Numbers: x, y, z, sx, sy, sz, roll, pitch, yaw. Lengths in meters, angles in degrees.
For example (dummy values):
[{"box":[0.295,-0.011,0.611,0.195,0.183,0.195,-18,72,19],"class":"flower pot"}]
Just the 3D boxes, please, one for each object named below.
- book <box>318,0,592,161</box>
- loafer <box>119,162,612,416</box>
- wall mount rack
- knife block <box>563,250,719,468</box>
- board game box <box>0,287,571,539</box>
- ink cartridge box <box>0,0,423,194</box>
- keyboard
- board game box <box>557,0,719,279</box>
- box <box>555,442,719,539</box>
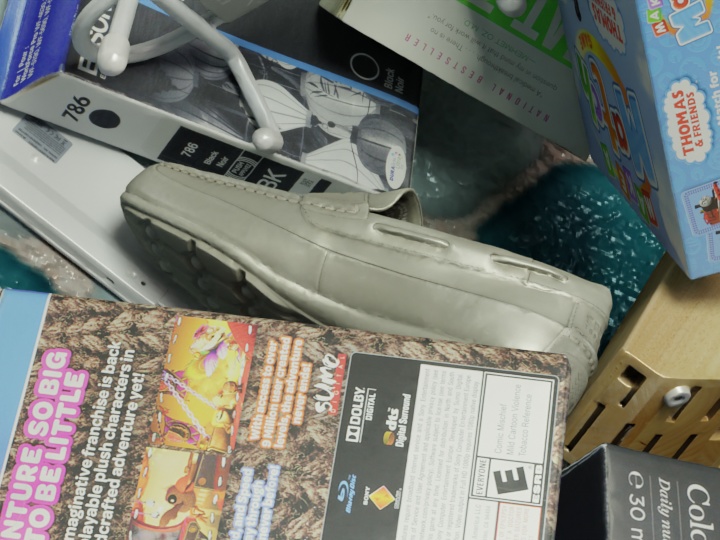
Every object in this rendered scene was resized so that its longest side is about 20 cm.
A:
[{"box":[0.091,-0.164,0.852,0.134,0.048,0.200,28,98,-19],"class":"book"},{"box":[0.000,0.000,0.772,0.200,0.070,0.070,24,66,20],"class":"loafer"},{"box":[-0.019,-0.109,0.733,0.075,0.200,0.174,65,12,16],"class":"wall mount rack"},{"box":[0.151,-0.004,0.828,0.200,0.064,0.176,2,49,-28],"class":"knife block"},{"box":[-0.037,0.107,0.679,0.200,0.097,0.160,7,58,5],"class":"board game box"},{"box":[-0.069,-0.091,0.849,0.200,0.039,0.100,18,56,-18],"class":"ink cartridge box"},{"box":[-0.133,-0.048,0.817,0.200,0.011,0.056,38,48,-3],"class":"keyboard"},{"box":[0.101,-0.115,0.763,0.037,0.151,0.200,-16,112,-2],"class":"board game box"},{"box":[0.149,0.192,0.755,0.196,0.124,0.200,14,58,-22],"class":"box"}]
